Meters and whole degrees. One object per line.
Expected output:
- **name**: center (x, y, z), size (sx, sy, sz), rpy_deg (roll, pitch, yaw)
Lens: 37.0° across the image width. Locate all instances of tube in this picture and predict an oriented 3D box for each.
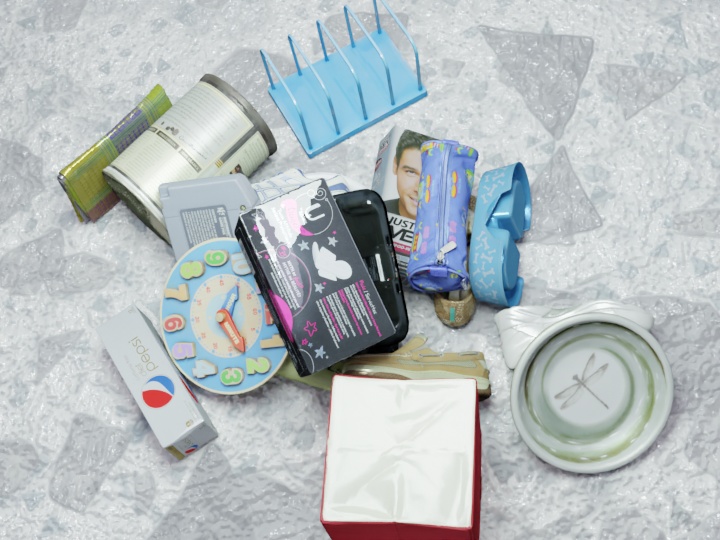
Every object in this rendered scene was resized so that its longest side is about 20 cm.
- **tube**: center (-0.060, 0.125, 1.392), size (0.199, 0.052, 0.058), rpy_deg (18, 57, 18)

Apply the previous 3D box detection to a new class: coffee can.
- **coffee can**: center (-0.236, -0.153, 1.498), size (0.146, 0.146, 0.200), rpy_deg (39, 75, 22)

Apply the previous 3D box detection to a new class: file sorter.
- **file sorter**: center (-0.027, -0.288, 1.547), size (0.199, 0.123, 0.139), rpy_deg (-29, 64, -6)

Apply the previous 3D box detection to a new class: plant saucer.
- **plant saucer**: center (0.277, 0.144, 1.309), size (0.199, 0.050, 0.201), rpy_deg (0, 101, -2)

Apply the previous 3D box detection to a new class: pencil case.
- **pencil case**: center (0.106, -0.070, 1.369), size (0.078, 0.087, 0.201), rpy_deg (7, 70, 0)

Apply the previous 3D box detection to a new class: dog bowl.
- **dog bowl**: center (0.183, -0.047, 1.415), size (0.049, 0.112, 0.201), rpy_deg (0, 64, 23)

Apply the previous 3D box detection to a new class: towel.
- **towel**: center (-0.336, -0.160, 1.517), size (0.023, 0.144, 0.200), rpy_deg (39, 74, 19)

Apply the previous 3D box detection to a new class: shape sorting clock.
- **shape sorting clock**: center (-0.172, 0.058, 1.377), size (0.199, 0.039, 0.201), rpy_deg (0, 90, 19)

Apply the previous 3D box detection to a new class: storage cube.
- **storage cube**: center (0.054, 0.235, 1.256), size (0.170, 0.180, 0.201), rpy_deg (1, 64, 8)

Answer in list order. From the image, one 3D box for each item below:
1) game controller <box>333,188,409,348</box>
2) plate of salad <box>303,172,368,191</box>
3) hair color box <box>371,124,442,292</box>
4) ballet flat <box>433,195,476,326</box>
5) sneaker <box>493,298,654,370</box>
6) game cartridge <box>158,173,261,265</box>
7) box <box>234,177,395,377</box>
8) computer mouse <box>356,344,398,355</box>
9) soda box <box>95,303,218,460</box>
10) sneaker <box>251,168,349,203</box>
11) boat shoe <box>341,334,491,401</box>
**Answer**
- **game controller**: center (0.000, 0.000, 1.360), size (0.104, 0.042, 0.201), rpy_deg (-10, 94, 22)
- **plate of salad**: center (-0.057, -0.038, 1.474), size (0.199, 0.048, 0.201), rpy_deg (-3, 73, 9)
- **hair color box**: center (0.064, -0.082, 1.437), size (0.099, 0.061, 0.201), rpy_deg (15, 69, -14)
- **ballet flat**: center (0.135, -0.026, 1.431), size (0.070, 0.065, 0.201), rpy_deg (2, 65, 6)
- **sneaker**: center (0.272, 0.092, 1.361), size (0.199, 0.078, 0.100), rpy_deg (-7, 73, 12)
- **game cartridge**: center (-0.178, -0.027, 1.412), size (0.133, 0.201, 0.042), rpy_deg (-7, 23, 12)
- **box**: center (-0.057, 0.012, 1.276), size (0.114, 0.132, 0.201), rpy_deg (-24, 87, -11)
- **computer mouse**: center (0.055, 0.109, 1.402), size (0.199, 0.034, 0.059), rpy_deg (22, 79, 10)
- **soda box**: center (-0.266, 0.144, 1.403), size (0.064, 0.068, 0.200), rpy_deg (-34, 65, -5)
- **sneaker**: center (-0.110, -0.094, 1.446), size (0.199, 0.075, 0.088), rpy_deg (7, 61, 5)
- **boat shoe**: center (0.067, 0.116, 1.328), size (0.199, 0.072, 0.076), rpy_deg (10, 66, -27)
